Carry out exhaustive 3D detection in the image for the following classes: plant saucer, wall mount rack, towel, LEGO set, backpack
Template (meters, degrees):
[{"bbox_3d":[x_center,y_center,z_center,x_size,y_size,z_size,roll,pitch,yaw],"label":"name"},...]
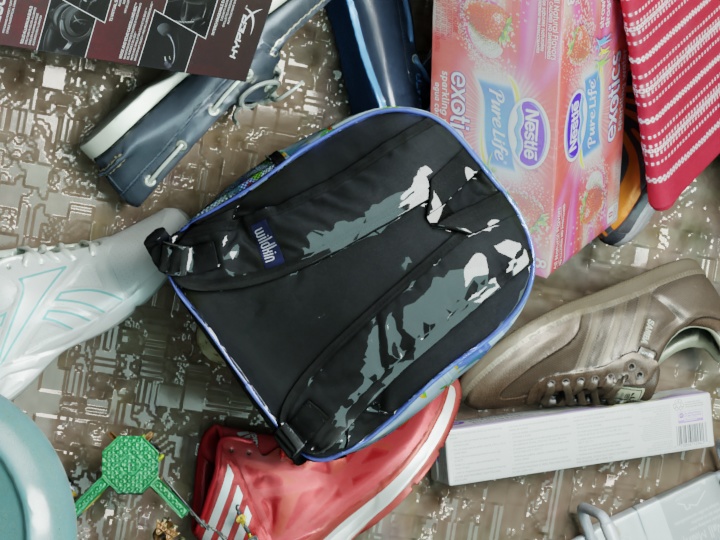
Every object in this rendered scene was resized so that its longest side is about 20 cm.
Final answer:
[{"bbox_3d":[-0.272,0.164,1.514,0.199,0.027,0.201,-1,84,14],"label":"plant saucer"},{"bbox_3d":[0.234,0.219,1.711,0.199,0.075,0.175,-23,102,-14],"label":"wall mount rack"},{"bbox_3d":[0.210,-0.155,1.598,0.145,0.022,0.201,-43,131,-42],"label":"towel"},{"bbox_3d":[-0.133,0.202,1.575,0.200,0.116,0.154,38,82,-1],"label":"LEGO set"},{"bbox_3d":[0.000,0.000,1.532,0.200,0.147,0.183,-36,88,0],"label":"backpack"}]

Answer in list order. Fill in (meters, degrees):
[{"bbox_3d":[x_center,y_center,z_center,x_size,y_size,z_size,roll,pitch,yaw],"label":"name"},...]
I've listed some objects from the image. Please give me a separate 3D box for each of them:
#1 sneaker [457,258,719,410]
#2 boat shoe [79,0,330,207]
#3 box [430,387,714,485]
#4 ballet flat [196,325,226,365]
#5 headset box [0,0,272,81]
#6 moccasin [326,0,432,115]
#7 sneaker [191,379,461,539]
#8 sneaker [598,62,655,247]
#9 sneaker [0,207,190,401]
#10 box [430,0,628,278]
[{"bbox_3d":[0.163,0.059,1.667,0.199,0.071,0.076,-25,72,-16],"label":"sneaker"},{"bbox_3d":[-0.087,-0.121,1.582,0.200,0.075,0.062,-42,103,-10],"label":"boat shoe"},{"bbox_3d":[0.145,0.113,1.692,0.199,0.039,0.042,-8,95,-17],"label":"box"},{"bbox_3d":[-0.016,0.009,1.623,0.199,0.057,0.067,-23,100,-15],"label":"ballet flat"},{"bbox_3d":[-0.163,-0.200,1.508,0.199,0.149,0.077,9,128,-18],"label":"headset box"},{"bbox_3d":[0.028,-0.134,1.616,0.068,0.080,0.201,-16,99,-16],"label":"moccasin"},{"bbox_3d":[-0.031,0.117,1.617,0.115,0.078,0.200,43,80,-17],"label":"sneaker"},{"bbox_3d":[0.166,-0.123,1.672,0.112,0.078,0.201,20,78,-13],"label":"sneaker"},{"bbox_3d":[-0.195,0.013,1.560,0.200,0.070,0.080,-36,101,-12],"label":"sneaker"},{"bbox_3d":[0.107,-0.112,1.577,0.103,0.094,0.201,-36,135,-48],"label":"box"}]
